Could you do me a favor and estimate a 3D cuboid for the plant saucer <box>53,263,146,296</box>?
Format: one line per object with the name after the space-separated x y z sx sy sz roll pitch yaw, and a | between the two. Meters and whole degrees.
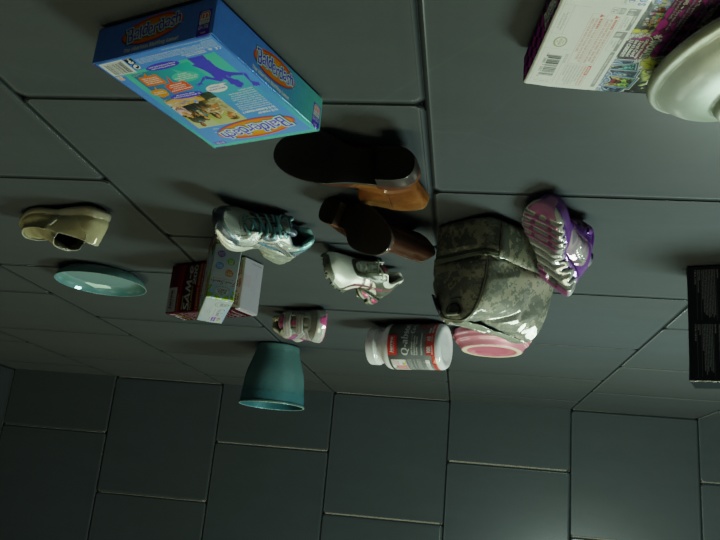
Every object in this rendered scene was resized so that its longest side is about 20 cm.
-0.581 0.020 1.716 0.200 0.027 0.200 6 164 2 | plant saucer

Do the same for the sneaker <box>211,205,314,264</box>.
-0.153 -0.070 1.233 0.086 0.078 0.200 -20 159 31 | sneaker

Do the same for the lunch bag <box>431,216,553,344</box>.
0.213 0.022 1.228 0.200 0.168 0.139 20 158 -40 | lunch bag

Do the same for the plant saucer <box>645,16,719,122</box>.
0.352 -0.171 0.652 0.200 0.050 0.200 -12 164 -4 | plant saucer

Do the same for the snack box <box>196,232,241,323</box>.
-0.250 0.006 1.365 0.053 0.142 0.200 10 163 -14 | snack box

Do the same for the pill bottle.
0.121 0.190 1.908 0.200 0.116 0.116 -3 162 24 | pill bottle

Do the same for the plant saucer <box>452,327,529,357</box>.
0.332 0.181 1.929 0.200 0.051 0.201 4 164 1 | plant saucer

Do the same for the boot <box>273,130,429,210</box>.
-0.006 -0.129 1.029 0.188 0.069 0.200 0 173 8 | boot

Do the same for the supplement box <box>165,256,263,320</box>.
-0.297 0.039 1.547 0.200 0.109 0.061 -6 159 32 | supplement box

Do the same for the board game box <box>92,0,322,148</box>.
-0.155 -0.201 0.815 0.152 0.045 0.200 -4 161 27 | board game box

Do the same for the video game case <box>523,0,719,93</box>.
0.250 -0.216 0.650 0.181 0.036 0.200 4 163 0 | video game case

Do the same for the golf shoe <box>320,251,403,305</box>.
0.000 0.000 1.424 0.088 0.077 0.200 -26 153 24 | golf shoe

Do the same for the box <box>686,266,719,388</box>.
0.630 0.096 1.285 0.141 0.200 0.079 -4 161 31 | box

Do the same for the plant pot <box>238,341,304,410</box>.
-0.263 0.323 2.345 0.200 0.188 0.200 5 163 1 | plant pot

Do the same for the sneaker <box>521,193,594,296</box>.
0.303 -0.052 1.134 0.080 0.088 0.200 44 169 41 | sneaker

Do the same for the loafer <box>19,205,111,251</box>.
-0.521 -0.069 1.325 0.200 0.068 0.076 -5 161 31 | loafer

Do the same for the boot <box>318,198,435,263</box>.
0.057 -0.043 1.165 0.200 0.064 0.186 23 -170 -38 | boot

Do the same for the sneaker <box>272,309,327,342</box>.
-0.152 0.136 1.873 0.088 0.082 0.200 14 161 -33 | sneaker
